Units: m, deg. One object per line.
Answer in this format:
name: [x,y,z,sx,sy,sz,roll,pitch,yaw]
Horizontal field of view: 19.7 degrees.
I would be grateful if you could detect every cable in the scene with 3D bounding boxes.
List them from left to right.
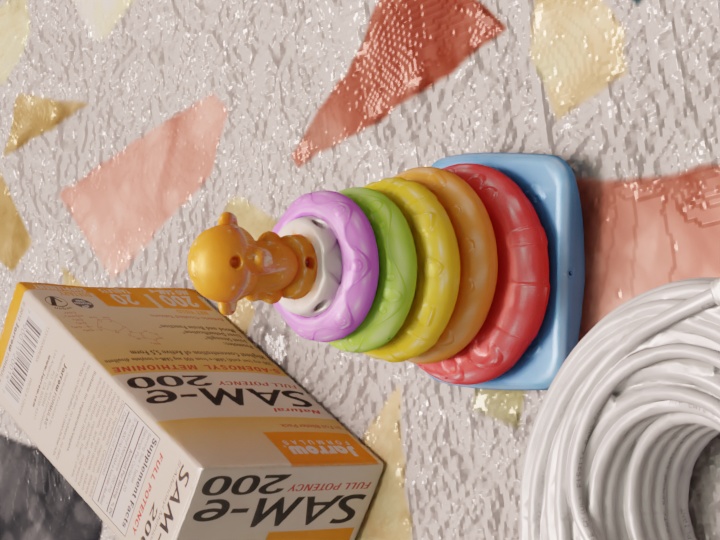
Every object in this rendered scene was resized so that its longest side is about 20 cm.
cable: [0.153,0.103,0.884,0.200,0.069,0.200,-15,79,49]

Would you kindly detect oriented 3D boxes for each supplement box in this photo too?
supplement box: [-0.099,0.083,1.131,0.200,0.126,0.074,39,116,42]

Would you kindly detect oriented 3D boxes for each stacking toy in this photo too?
stacking toy: [0.000,0.000,0.961,0.110,0.200,0.116,2,91,49]
